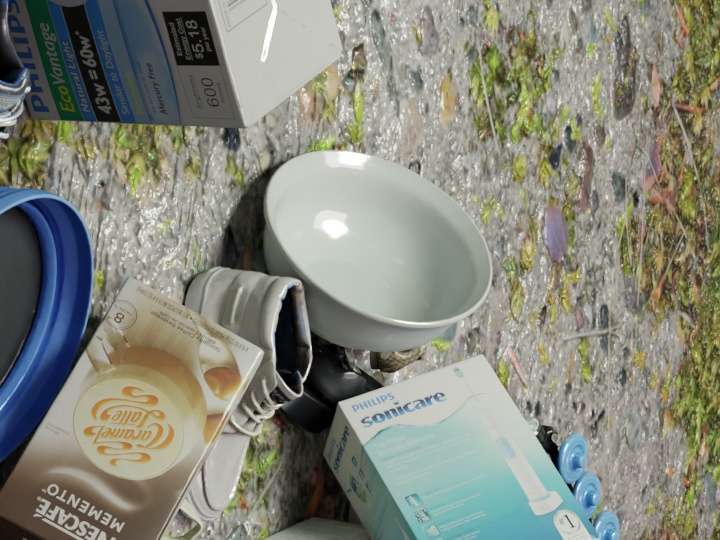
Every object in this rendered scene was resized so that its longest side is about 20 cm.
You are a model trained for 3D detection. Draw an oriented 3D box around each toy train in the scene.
[{"bbox_3d":[0.165,0.224,1.808,0.114,0.087,0.200,-52,134,-32],"label":"toy train"}]

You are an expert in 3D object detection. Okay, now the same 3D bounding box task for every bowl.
[{"bbox_3d":[-0.249,0.039,1.309,0.201,0.039,0.201,-48,150,-41],"label":"bowl"},{"bbox_3d":[0.000,0.000,1.635,0.201,0.201,0.090,-35,159,-49],"label":"bowl"}]

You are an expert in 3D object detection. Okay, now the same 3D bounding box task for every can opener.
[{"bbox_3d":[-0.005,0.107,1.724,0.200,0.079,0.063,30,30,-56],"label":"can opener"}]

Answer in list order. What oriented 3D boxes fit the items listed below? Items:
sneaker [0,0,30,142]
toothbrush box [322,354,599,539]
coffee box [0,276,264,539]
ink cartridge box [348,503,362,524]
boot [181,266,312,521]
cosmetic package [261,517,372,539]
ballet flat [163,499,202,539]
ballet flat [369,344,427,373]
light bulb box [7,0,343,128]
[{"bbox_3d":[-0.259,-0.107,1.291,0.077,0.085,0.200,-9,101,-55],"label":"sneaker"},{"bbox_3d":[0.080,0.186,1.654,0.146,0.200,0.085,-18,149,-25],"label":"toothbrush box"},{"bbox_3d":[-0.166,0.123,1.400,0.200,0.114,0.080,-63,-178,-27],"label":"coffee box"},{"bbox_3d":[0.073,0.259,1.815,0.200,0.084,0.145,14,80,-56],"label":"ink cartridge box"},{"bbox_3d":[-0.091,0.099,1.548,0.074,0.095,0.200,2,92,-56],"label":"boot"},{"bbox_3d":[-0.066,0.277,1.625,0.200,0.071,0.102,-17,107,-54],"label":"cosmetic package"},{"bbox_3d":[-0.148,0.211,1.488,0.068,0.072,0.200,-119,-172,-65],"label":"ballet flat"},{"bbox_3d":[0.049,0.027,1.750,0.200,0.046,0.067,-66,156,-59],"label":"ballet flat"},{"bbox_3d":[-0.143,-0.211,1.350,0.125,0.200,0.198,-42,126,-44],"label":"light bulb box"}]
